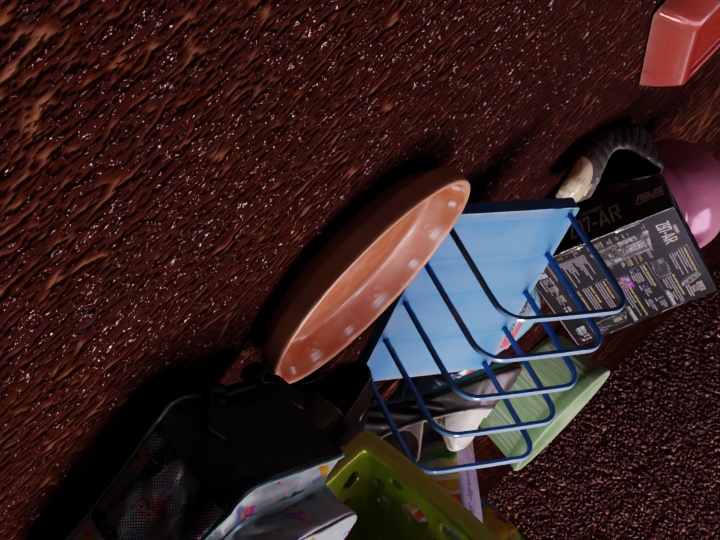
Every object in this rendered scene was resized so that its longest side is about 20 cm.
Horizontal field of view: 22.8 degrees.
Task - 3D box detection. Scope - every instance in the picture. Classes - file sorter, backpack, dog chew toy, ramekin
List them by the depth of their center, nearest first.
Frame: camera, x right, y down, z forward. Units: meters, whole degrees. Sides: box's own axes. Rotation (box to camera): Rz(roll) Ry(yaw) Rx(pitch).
[{"bbox_3d":[-0.113,0.182,1.212,0.200,0.154,0.176,-41,171,22],"label":"backpack"},{"bbox_3d":[0.108,0.055,1.464,0.138,0.123,0.201,-5,138,-32],"label":"file sorter"},{"bbox_3d":[0.298,-0.069,1.884,0.199,0.125,0.125,-15,149,-41],"label":"dog chew toy"},{"bbox_3d":[0.260,0.186,2.599,0.200,0.098,0.200,-43,167,-12],"label":"ramekin"}]

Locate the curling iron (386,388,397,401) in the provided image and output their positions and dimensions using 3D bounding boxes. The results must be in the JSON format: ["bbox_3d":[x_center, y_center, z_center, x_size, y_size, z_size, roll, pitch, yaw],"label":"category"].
[{"bbox_3d":[0.076,0.103,1.852,0.200,0.049,0.026,-47,125,-29],"label":"curling iron"}]

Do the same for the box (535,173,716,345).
[{"bbox_3d":[0.260,-0.007,1.806,0.159,0.044,0.200,-23,148,13],"label":"box"}]

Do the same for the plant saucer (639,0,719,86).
[{"bbox_3d":[0.335,-0.255,1.600,0.200,0.037,0.200,-46,168,-6],"label":"plant saucer"}]

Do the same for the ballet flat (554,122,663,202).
[{"bbox_3d":[0.243,-0.101,1.725,0.200,0.057,0.067,-28,157,-55],"label":"ballet flat"}]

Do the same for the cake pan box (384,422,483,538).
[{"bbox_3d":[0.018,0.236,1.674,0.199,0.052,0.185,-24,-145,18],"label":"cake pan box"}]

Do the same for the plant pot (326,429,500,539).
[{"bbox_3d":[0.008,0.284,1.437,0.200,0.199,0.182,-43,162,-20],"label":"plant pot"}]

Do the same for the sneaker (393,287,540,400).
[{"bbox_3d":[0.096,0.068,1.776,0.200,0.079,0.096,-51,156,-12],"label":"sneaker"}]

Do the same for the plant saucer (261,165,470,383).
[{"bbox_3d":[0.000,0.000,1.289,0.200,0.032,0.200,-43,167,-12],"label":"plant saucer"}]

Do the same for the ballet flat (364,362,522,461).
[{"bbox_3d":[0.059,0.139,1.645,0.199,0.069,0.068,-16,175,5],"label":"ballet flat"}]

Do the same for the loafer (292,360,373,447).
[{"bbox_3d":[-0.055,0.123,1.431,0.200,0.073,0.072,-38,156,-52],"label":"loafer"}]

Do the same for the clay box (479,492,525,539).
[{"bbox_3d":[0.114,0.297,2.218,0.048,0.200,0.115,-49,167,17],"label":"clay box"}]

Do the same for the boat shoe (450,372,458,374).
[{"bbox_3d":[0.079,0.039,1.599,0.065,0.075,0.202,-30,160,-17],"label":"boat shoe"}]
